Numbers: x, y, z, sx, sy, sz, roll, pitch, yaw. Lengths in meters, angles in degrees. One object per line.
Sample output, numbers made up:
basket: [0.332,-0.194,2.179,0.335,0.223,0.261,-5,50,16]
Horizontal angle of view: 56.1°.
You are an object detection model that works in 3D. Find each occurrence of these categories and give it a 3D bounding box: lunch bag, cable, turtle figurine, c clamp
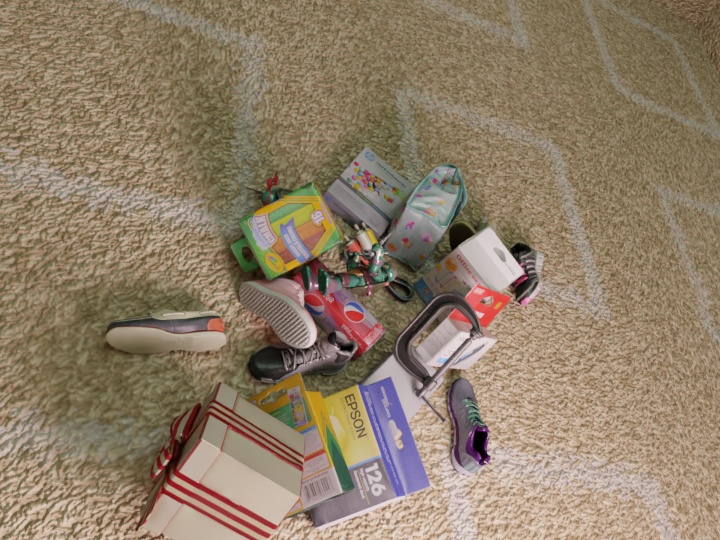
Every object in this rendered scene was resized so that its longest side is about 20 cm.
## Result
lunch bag: [0.149,-0.128,1.503,0.122,0.171,0.200,30,48,1]
cable: [0.036,-0.008,1.433,0.200,0.050,0.097,49,51,5]
turtle figurine: [-0.141,-0.114,1.364,0.199,0.101,0.150,20,52,-28]
turtle figurine: [0.000,0.000,1.255,0.199,0.150,0.101,-14,84,-30]
c clamp: [0.152,0.147,1.238,0.171,0.200,0.027,39,5,26]

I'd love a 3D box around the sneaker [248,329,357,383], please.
sneaker: [-0.093,0.143,1.206,0.199,0.116,0.075,-3,62,-34]

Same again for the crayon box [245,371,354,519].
crayon box: [-0.104,0.283,1.098,0.052,0.125,0.201,22,42,-63]

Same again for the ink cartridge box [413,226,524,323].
ink cartridge box: [0.236,0.012,1.448,0.125,0.200,0.129,-30,79,-42]

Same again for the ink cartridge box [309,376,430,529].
ink cartridge box: [-0.011,0.299,1.128,0.199,0.047,0.198,-23,67,6]

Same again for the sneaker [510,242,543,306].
sneaker: [0.390,0.004,1.643,0.087,0.074,0.200,33,43,-10]

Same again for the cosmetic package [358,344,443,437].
cosmetic package: [0.053,0.234,1.267,0.113,0.081,0.200,49,49,5]

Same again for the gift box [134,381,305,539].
gift box: [-0.208,0.302,0.967,0.186,0.200,0.185,35,8,-12]

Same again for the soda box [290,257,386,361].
soda box: [-0.049,0.075,1.310,0.200,0.070,0.063,46,45,3]

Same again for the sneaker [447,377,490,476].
sneaker: [0.225,0.297,1.329,0.074,0.088,0.201,16,53,-23]

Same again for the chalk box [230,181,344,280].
chalk box: [-0.145,-0.066,1.258,0.199,0.124,0.125,-29,97,2]

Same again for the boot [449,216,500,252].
boot: [0.273,-0.077,1.585,0.200,0.072,0.155,54,38,-32]

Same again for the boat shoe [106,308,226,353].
boat shoe: [-0.321,0.095,1.123,0.199,0.071,0.063,4,53,-33]

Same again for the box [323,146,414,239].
box: [0.021,-0.175,1.542,0.156,0.041,0.200,40,46,-4]

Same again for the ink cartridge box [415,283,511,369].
ink cartridge box: [0.220,0.118,1.339,0.045,0.176,0.200,50,17,29]

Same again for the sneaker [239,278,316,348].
sneaker: [-0.123,0.068,1.223,0.104,0.076,0.200,-8,29,-45]
